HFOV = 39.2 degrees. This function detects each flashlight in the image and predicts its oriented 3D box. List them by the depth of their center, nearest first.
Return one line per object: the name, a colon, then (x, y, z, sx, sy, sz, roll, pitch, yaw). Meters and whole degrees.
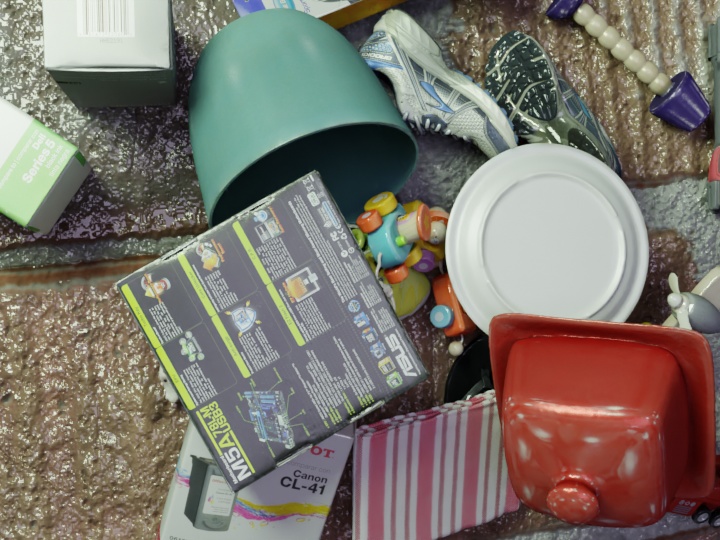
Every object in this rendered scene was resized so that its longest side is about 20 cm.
flashlight: (0.402, -0.163, 1.078, 0.067, 0.068, 0.202, 2, 85, -6)

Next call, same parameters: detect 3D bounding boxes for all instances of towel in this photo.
towel: (0.077, 0.194, 0.983, 0.198, 0.030, 0.148, -11, 115, -26)

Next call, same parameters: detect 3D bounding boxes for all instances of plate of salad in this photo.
plate of salad: (0.175, -0.019, 0.958, 0.198, 0.048, 0.202, 1, 86, -8)

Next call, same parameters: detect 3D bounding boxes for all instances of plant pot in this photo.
plant pot: (-0.068, -0.138, 0.928, 0.199, 0.201, 0.162, -20, 68, -10)

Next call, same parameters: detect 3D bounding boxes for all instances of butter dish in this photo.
butter dish: (0.198, 0.155, 0.877, 0.198, 0.148, 0.201, 5, 127, 25)

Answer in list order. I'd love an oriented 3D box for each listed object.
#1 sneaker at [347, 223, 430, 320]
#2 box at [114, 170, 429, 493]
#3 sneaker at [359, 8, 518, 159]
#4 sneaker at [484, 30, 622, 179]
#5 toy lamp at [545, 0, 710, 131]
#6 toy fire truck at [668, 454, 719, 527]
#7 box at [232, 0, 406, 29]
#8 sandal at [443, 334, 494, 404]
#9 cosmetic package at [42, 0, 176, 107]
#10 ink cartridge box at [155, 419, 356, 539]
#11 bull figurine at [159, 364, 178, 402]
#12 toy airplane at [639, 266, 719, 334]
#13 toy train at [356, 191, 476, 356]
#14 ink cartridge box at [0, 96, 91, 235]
sneaker: (0.000, 0.000, 0.960, 0.199, 0.076, 0.076, 13, 51, -41)
box: (-0.071, 0.050, 0.844, 0.192, 0.048, 0.201, -30, 93, -3)
sneaker: (0.073, -0.163, 1.017, 0.200, 0.077, 0.085, 44, 87, 3)
sneaker: (0.199, -0.155, 1.042, 0.077, 0.086, 0.201, -36, 76, 32)
toy lamp: (0.283, -0.221, 1.058, 0.199, 0.058, 0.058, 38, 84, -6)
toy fire truck: (0.380, 0.195, 1.036, 0.199, 0.049, 0.142, 18, 118, -28)
box: (-0.035, -0.298, 0.993, 0.199, 0.042, 0.120, -24, 75, -7)
sandal: (0.111, 0.166, 1.031, 0.076, 0.043, 0.202, 22, 86, -9)
cosmetic package: (-0.216, -0.200, 0.897, 0.106, 0.200, 0.091, -3, 88, -7)
ink cartridge box: (-0.101, 0.200, 0.938, 0.146, 0.086, 0.202, 15, 112, -8)
bull figurine: (-0.101, 0.070, 0.984, 0.121, 0.065, 0.200, 44, 85, -11)
toy airplane: (0.278, 0.103, 1.010, 0.197, 0.141, 0.202, -8, 109, 0)
toy train: (0.069, -0.002, 0.962, 0.055, 0.200, 0.152, -18, 74, 25)
ink cartridge box: (-0.350, -0.122, 0.898, 0.199, 0.145, 0.084, 34, 84, -9)
